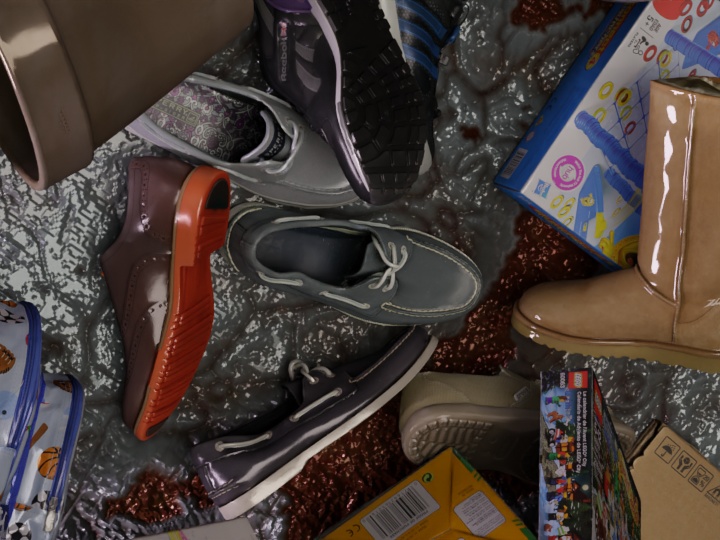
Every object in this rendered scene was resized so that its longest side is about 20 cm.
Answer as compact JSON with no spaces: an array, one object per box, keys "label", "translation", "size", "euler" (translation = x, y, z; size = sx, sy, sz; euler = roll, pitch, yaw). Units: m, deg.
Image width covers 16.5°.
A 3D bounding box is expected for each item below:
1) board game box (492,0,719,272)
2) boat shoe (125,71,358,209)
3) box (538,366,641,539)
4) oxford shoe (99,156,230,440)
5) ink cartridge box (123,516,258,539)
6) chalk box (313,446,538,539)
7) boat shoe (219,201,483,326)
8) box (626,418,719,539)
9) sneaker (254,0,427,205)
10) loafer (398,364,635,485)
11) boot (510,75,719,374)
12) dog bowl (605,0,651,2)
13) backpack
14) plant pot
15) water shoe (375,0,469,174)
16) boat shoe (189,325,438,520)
[{"label":"board game box","translation":[0.232,-0.087,1.798],"size":[0.196,0.056,0.200],"euler":[35,88,-20]},{"label":"boat shoe","translation":[-0.075,-0.088,1.688],"size":[0.201,0.072,0.070],"euler":[20,93,-21]},{"label":"box","translation":[0.161,0.175,1.717],"size":[0.038,0.137,0.200],"euler":[-5,148,14]},{"label":"oxford shoe","translation":[-0.142,0.017,1.700],"size":[0.072,0.071,0.200],"euler":[17,105,16]},{"label":"ink cartridge box","translation":[-0.158,0.226,1.638],"size":[0.117,0.200,0.067],"euler":[-35,73,30]},{"label":"chalk box","translation":[0.071,0.248,1.750],"size":[0.125,0.124,0.200],"euler":[-34,138,-10]},{"label":"boat shoe","translation":[0.000,0.000,1.734],"size":[0.200,0.062,0.073],"euler":[15,94,-20]},{"label":"box","translation":[0.245,0.234,1.878],"size":[0.200,0.021,0.164],"euler":[40,86,-20]},{"label":"sneaker","translation":[-0.021,-0.131,1.671],"size":[0.076,0.088,0.200],"euler":[-6,74,-43]},{"label":"loafer","translation":[0.112,0.106,1.785],"size":[0.200,0.068,0.076],"euler":[11,131,-34]},{"label":"boot","translation":[0.200,-0.039,1.713],"size":[0.175,0.066,0.200],"euler":[8,114,7]},{"label":"dog bowl","translation":[0.186,-0.277,1.718],"size":[0.200,0.059,0.200],"euler":[1,83,-6]},{"label":"backpack","translation":[-0.261,0.105,1.607],"size":[0.154,0.200,0.191],"euler":[9,90,-24]},{"label":"plant pot","translation":[-0.169,-0.175,1.574],"size":[0.173,0.200,0.200],"euler":[-25,106,-13]},{"label":"water shoe","translation":[0.042,-0.166,1.712],"size":[0.079,0.072,0.200],"euler":[-14,103,-13]},{"label":"boat shoe","translation":[-0.032,0.092,1.735],"size":[0.200,0.073,0.063],"euler":[-38,91,-17]}]
